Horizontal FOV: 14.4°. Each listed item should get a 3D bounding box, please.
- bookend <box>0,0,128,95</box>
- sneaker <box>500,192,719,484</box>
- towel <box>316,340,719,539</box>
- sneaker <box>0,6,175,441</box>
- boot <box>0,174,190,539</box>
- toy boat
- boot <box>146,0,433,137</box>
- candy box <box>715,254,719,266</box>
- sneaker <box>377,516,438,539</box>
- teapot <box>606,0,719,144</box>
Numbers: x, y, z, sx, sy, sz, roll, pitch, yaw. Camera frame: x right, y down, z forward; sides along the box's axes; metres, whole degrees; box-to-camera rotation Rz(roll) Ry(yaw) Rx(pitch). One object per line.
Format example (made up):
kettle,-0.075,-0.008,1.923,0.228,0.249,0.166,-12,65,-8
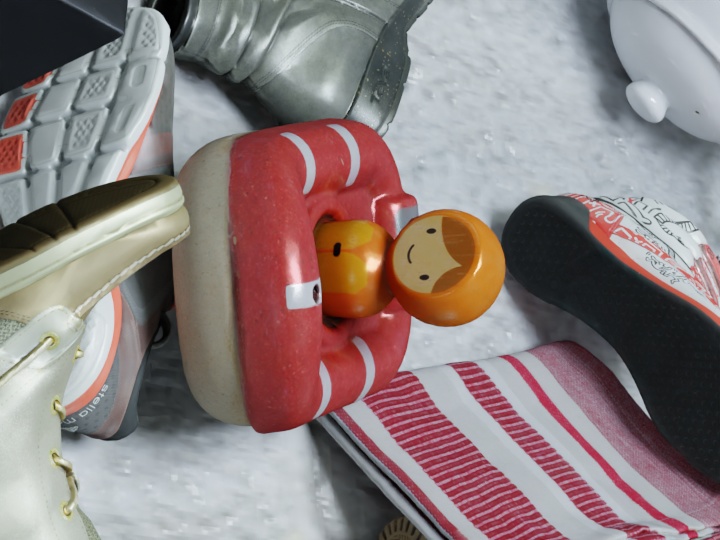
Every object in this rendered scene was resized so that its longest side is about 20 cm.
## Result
bookend,-0.125,-0.185,1.190,0.092,0.198,0.201,26,57,-40
sneaker,0.170,0.030,1.461,0.201,0.067,0.108,45,28,27
towel,0.084,0.091,1.375,0.199,0.023,0.144,-8,44,-48
sneaker,-0.112,-0.017,1.244,0.082,0.077,0.201,43,50,-50
boot,-0.125,0.069,1.133,0.200,0.072,0.155,-35,104,-13
toy boat,0.000,0.000,1.257,0.200,0.130,0.131,-18,105,-67
boot,-0.027,-0.157,1.389,0.130,0.068,0.201,36,49,-24
candy box,0.253,0.093,1.543,0.136,0.061,0.201,4,55,-47
sneaker,0.088,0.196,1.302,0.112,0.071,0.200,11,38,-37
teapot,0.207,-0.132,1.566,0.146,0.198,0.200,-43,65,-10
